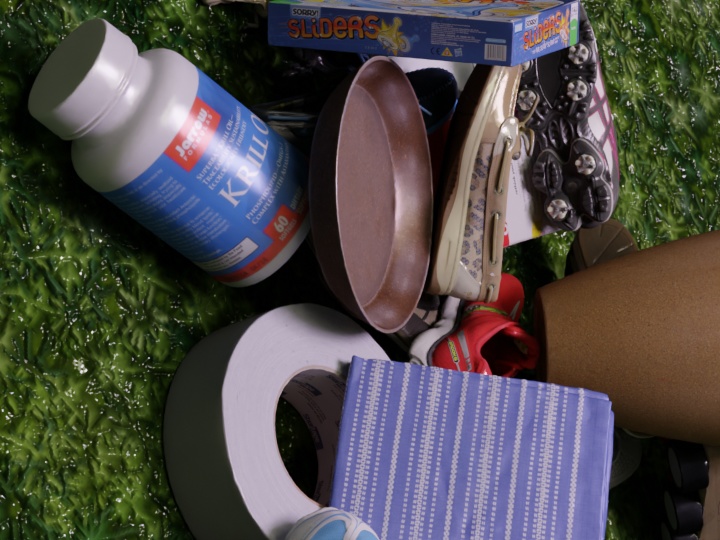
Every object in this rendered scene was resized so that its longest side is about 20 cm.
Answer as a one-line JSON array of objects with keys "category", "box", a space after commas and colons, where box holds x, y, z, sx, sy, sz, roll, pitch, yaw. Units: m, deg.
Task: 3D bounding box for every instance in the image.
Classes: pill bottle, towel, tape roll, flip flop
[{"category": "pill bottle", "box": [-0.131, -0.084, 1.353, 0.200, 0.112, 0.112, 37, 50, -31]}, {"category": "towel", "box": [0.080, 0.140, 1.376, 0.199, 0.024, 0.145, 9, 62, -3]}, {"category": "tape roll", "box": [-0.045, 0.127, 1.392, 0.200, 0.066, 0.201, 22, 58, -40]}, {"category": "flip flop", "box": [0.000, 0.000, 1.506, 0.200, 0.057, 0.081, 49, 48, -44]}]

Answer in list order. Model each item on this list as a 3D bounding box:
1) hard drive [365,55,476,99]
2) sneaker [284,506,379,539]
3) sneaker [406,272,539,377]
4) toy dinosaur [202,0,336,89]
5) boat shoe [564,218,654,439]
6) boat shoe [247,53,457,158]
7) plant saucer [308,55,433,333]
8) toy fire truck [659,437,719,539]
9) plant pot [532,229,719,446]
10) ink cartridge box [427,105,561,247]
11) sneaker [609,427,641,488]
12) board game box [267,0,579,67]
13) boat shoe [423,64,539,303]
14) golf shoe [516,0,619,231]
[{"category": "hard drive", "box": [0.059, -0.215, 1.652, 0.200, 0.025, 0.132, 7, 69, -55]}, {"category": "sneaker", "box": [-0.051, 0.252, 1.282, 0.072, 0.072, 0.200, 31, 86, -32]}, {"category": "sneaker", "box": [0.105, 0.060, 1.543, 0.200, 0.085, 0.077, -50, 133, -58]}, {"category": "toy dinosaur", "box": [-0.042, -0.185, 1.543, 0.200, 0.047, 0.088, 16, 56, -46]}, {"category": "boat shoe", "box": [0.219, 0.055, 1.651, 0.072, 0.066, 0.201, -5, 66, -17]}, {"category": "boat shoe", "box": [-0.001, -0.126, 1.496, 0.200, 0.084, 0.069, -28, 120, -37]}, {"category": "plant saucer", "box": [0.006, -0.055, 1.409, 0.200, 0.034, 0.201, -1, 90, -68]}, {"category": "toy fire truck", "box": [0.309, 0.131, 1.708, 0.176, 0.128, 0.200, 83, -8, -49]}, {"category": "plant pot", "box": [0.240, 0.054, 1.532, 0.199, 0.186, 0.187, -2, 69, -1]}, {"category": "ink cartridge box", "box": [0.113, -0.080, 1.631, 0.200, 0.067, 0.117, -15, 97, -49]}, {"category": "sneaker", "box": [0.177, 0.145, 1.608, 0.200, 0.082, 0.075, 10, 67, -44]}, {"category": "board game box", "box": [0.049, -0.187, 1.461, 0.135, 0.200, 0.035, -28, 122, -60]}, {"category": "boat shoe", "box": [0.097, -0.075, 1.507, 0.063, 0.073, 0.201, 13, 99, -9]}, {"category": "golf shoe", "box": [0.174, -0.134, 1.617, 0.088, 0.077, 0.201, -21, 105, -65]}]
